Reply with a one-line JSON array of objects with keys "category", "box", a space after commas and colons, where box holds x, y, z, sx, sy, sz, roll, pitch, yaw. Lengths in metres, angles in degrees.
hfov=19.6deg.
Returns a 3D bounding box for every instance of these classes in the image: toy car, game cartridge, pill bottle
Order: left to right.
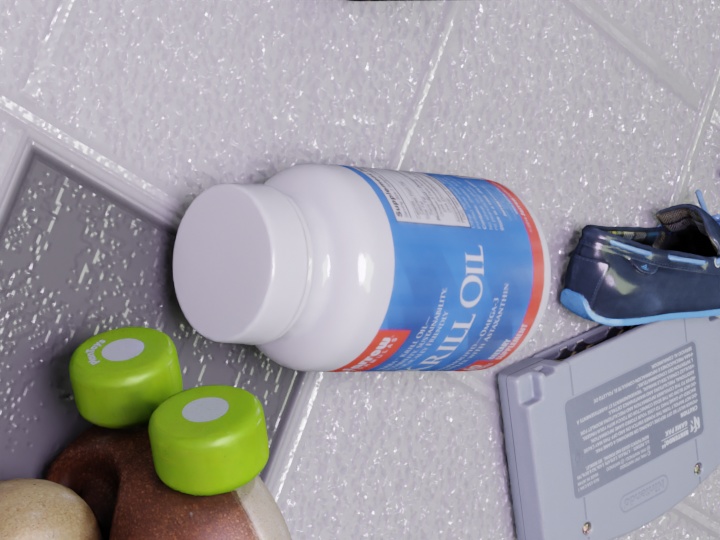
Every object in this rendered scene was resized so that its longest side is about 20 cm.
[{"category": "toy car", "box": [-0.145, 0.149, 0.993, 0.200, 0.158, 0.165, -23, 121, -28]}, {"category": "pill bottle", "box": [0.000, 0.000, 1.127, 0.200, 0.112, 0.113, 1, 94, -43]}, {"category": "game cartridge", "box": [0.168, 0.102, 1.354, 0.200, 0.040, 0.134, -19, 105, -41]}]

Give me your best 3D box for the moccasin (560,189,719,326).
[{"category": "moccasin", "box": [0.217, -0.009, 1.353, 0.200, 0.080, 0.068, -12, 114, -44]}]
